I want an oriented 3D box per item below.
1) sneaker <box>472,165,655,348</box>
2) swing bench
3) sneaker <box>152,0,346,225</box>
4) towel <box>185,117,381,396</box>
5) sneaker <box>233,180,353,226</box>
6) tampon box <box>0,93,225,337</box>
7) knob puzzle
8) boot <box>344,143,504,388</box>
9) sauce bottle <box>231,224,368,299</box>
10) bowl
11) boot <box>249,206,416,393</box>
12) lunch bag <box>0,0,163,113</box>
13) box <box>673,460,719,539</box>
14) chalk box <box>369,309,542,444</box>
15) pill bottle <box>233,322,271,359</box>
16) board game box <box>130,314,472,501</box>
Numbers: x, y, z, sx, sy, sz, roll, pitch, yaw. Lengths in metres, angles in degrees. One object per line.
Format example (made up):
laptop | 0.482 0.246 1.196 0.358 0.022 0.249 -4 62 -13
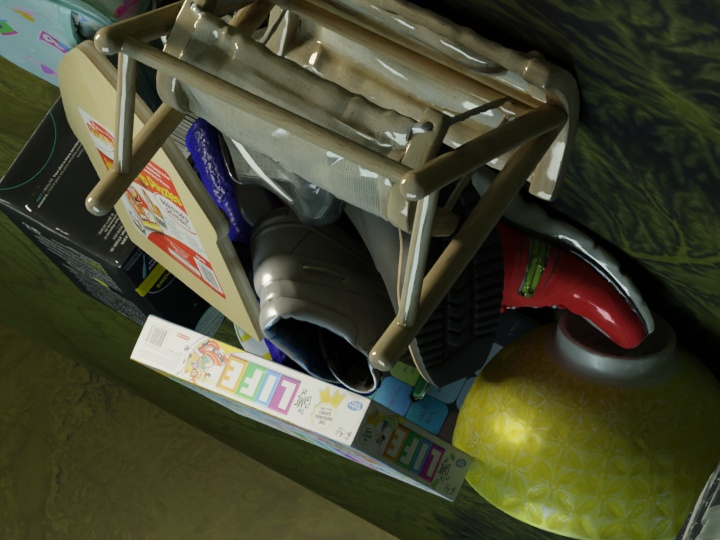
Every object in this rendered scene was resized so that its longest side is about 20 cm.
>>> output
sneaker | 0.098 0.001 1.597 0.200 0.085 0.077 33 169 -11
swing bench | -0.009 -0.085 1.319 0.199 0.200 0.130 27 134 18
sneaker | -0.067 -0.098 1.487 0.200 0.066 0.091 47 148 32
towel | -0.060 -0.004 1.748 0.148 0.050 0.200 30 -146 -61
sneaker | -0.009 -0.049 1.703 0.088 0.081 0.200 -13 161 22
tampon box | -0.159 -0.051 1.876 0.126 0.150 0.200 28 169 23
knob puzzle | -0.131 -0.069 1.572 0.220 0.030 0.220 49 163 21
boot | 0.013 -0.036 1.532 0.138 0.077 0.200 16 120 51
sauce bottle | 0.000 0.000 1.657 0.200 0.065 0.065 1 179 -20
bowl | 0.166 0.084 1.669 0.200 0.200 0.108 24 124 30
boot | 0.005 0.043 1.577 0.200 0.096 0.074 30 133 -34
lunch bag | -0.191 -0.175 1.606 0.160 0.077 0.200 28 168 14
box | 0.305 0.154 1.436 0.124 0.197 0.200 36 167 -26
chalk box | 0.061 0.073 1.850 0.124 0.125 0.200 27 175 13
pill bottle | -0.036 0.025 1.985 0.113 0.113 0.200 32 169 -5
board game box | -0.040 0.092 1.649 0.200 0.034 0.134 19 172 38
